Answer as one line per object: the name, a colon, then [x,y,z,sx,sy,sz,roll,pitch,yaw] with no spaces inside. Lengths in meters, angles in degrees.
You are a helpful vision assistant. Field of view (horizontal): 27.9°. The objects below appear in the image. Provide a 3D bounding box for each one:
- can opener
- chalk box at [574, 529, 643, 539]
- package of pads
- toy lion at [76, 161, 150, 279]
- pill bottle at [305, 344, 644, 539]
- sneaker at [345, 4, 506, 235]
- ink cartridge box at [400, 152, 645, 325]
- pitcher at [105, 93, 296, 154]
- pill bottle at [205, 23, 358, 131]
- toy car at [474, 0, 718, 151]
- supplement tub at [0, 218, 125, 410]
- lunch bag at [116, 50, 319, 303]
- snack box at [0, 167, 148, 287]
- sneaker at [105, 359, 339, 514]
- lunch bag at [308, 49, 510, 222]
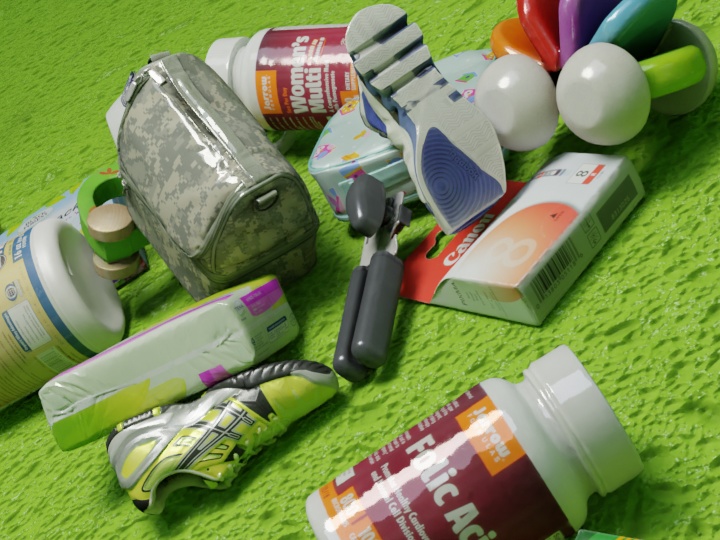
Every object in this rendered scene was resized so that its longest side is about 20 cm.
can opener: [0.000,0.000,1.242,0.053,0.067,0.201,-38,27,39]
chalk box: [0.136,0.249,0.708,0.123,0.125,0.200,1,43,45]
package of pads: [-0.162,0.076,1.261,0.199,0.069,0.154,-24,3,15]
toy lion: [-0.201,-0.089,1.515,0.198,0.069,0.192,-15,41,-15]
pill bottle: [0.074,0.142,0.936,0.199,0.115,0.114,-33,29,1]
sneaker: [0.054,-0.129,1.260,0.080,0.201,0.115,-29,-5,-4]
ink cartridge box: [0.118,-0.038,1.226,0.199,0.050,0.162,13,53,48]
pitcher: [-0.179,-0.163,1.652,0.198,0.122,0.172,-22,45,-2]
pill bottle: [-0.059,-0.204,1.537,0.198,0.110,0.110,1,41,22]
toy car: [0.196,-0.191,1.233,0.199,0.152,0.174,1,17,45]
supplement tub: [-0.353,0.054,1.456,0.199,0.145,0.145,-28,30,9]
lunch bag: [-0.136,-0.087,1.344,0.139,0.169,0.200,-27,59,-23]
snack box: [-0.343,-0.009,1.617,0.199,0.068,0.169,-31,30,2]
sneaker: [-0.106,0.136,1.187,0.198,0.075,0.077,-24,66,3]
lunch bag: [0.050,-0.123,1.384,0.198,0.077,0.161,-19,30,25]
